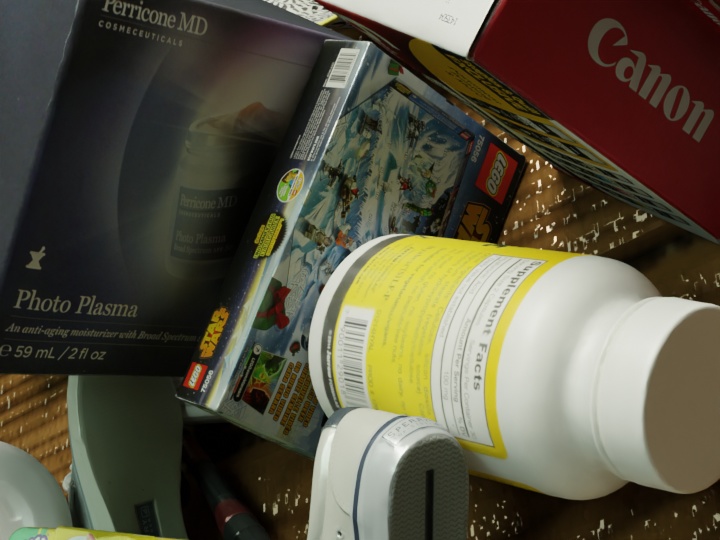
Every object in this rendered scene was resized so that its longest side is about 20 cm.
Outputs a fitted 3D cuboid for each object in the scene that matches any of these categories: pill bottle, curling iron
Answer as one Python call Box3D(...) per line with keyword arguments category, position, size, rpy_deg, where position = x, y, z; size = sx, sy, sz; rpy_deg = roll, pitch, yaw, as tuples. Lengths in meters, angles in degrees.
Box3D(category="pill bottle", position=(0.078, 0.045, 0.746), size=(0.200, 0.111, 0.112), rpy_deg=(9, 74, 48))
Box3D(category="curling iron", position=(-0.070, 0.153, 0.902), size=(0.200, 0.025, 0.050), rpy_deg=(38, 117, 45))
Box3D(category="pill bottle", position=(-0.232, 0.167, 0.948), size=(0.200, 0.110, 0.111), rpy_deg=(132, 153, -69))

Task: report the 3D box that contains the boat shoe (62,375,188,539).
Box3D(category="boat shoe", position=(-0.141, 0.132, 0.913), size=(0.071, 0.070, 0.202), rpy_deg=(-18, 80, 47))

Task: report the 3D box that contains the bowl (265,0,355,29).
Box3D(category="bowl", position=(0.028, -0.224, 0.960), size=(0.200, 0.094, 0.202), rpy_deg=(-28, 53, 45))

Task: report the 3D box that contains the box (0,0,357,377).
Box3D(category="box", position=(-0.126, -0.056, 0.823), size=(0.123, 0.200, 0.199), rpy_deg=(26, 103, 37))

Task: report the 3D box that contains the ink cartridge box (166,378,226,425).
Box3D(category="ink cartridge box", position=(-0.092, -0.010, 0.952), size=(0.162, 0.050, 0.201), rpy_deg=(-8, 78, 39))

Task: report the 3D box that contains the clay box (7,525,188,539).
Box3D(category="clay box", position=(-0.094, 0.197, 0.813), size=(0.199, 0.048, 0.115), rpy_deg=(3, 68, 17))

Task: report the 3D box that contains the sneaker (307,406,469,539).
Box3D(category="sneaker", position=(0.010, 0.158, 0.743), size=(0.071, 0.073, 0.201), rpy_deg=(20, 109, 51))

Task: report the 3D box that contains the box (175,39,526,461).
Box3D(category="box", position=(0.000, 0.000, 0.833), size=(0.040, 0.137, 0.201), rpy_deg=(12, 75, 48))

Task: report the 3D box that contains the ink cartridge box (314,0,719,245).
Box3D(category="ink cartridge box", position=(0.104, -0.097, 0.732), size=(0.175, 0.200, 0.084), rpy_deg=(32, 92, 51))
